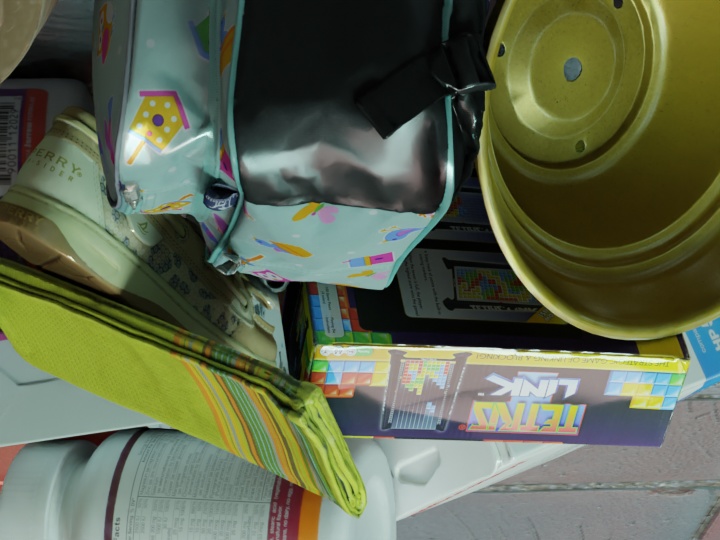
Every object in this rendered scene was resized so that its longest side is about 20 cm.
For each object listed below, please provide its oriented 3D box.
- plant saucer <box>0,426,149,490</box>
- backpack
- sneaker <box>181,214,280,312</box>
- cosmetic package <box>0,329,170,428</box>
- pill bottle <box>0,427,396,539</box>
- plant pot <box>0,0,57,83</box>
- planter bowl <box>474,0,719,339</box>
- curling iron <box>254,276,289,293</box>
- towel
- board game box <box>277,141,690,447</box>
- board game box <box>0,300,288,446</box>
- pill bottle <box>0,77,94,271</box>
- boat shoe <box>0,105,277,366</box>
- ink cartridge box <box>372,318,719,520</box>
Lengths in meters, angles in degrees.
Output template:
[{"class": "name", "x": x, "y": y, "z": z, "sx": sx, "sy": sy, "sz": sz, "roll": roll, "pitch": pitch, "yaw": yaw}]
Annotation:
[{"class": "plant saucer", "x": -0.236, "y": 0.113, "z": 1.219, "sx": 0.198, "sy": 0.037, "sz": 0.199, "roll": 14, "pitch": 156, "yaw": -28}, {"class": "backpack", "x": -0.026, "y": -0.083, "z": 0.752, "sx": 0.151, "sy": 0.178, "sz": 0.200, "roll": 0, "pitch": 166, "yaw": 0}, {"class": "sneaker", "x": 0.000, "y": 0.000, "z": 1.021, "sx": 0.198, "sy": 0.092, "sz": 0.076, "roll": 6, "pitch": 127, "yaw": -21}, {"class": "cosmetic package", "x": -0.220, "y": 0.097, "z": 1.301, "sx": 0.149, "sy": 0.052, "sz": 0.200, "roll": -2, "pitch": 157, "yaw": 8}, {"class": "pill bottle", "x": -0.087, "y": 0.141, "z": 1.064, "sx": 0.198, "sy": 0.111, "sz": 0.110, "roll": 0, "pitch": 158, "yaw": 17}, {"class": "plant pot", "x": -0.170, "y": -0.112, "z": 0.675, "sx": 0.199, "sy": 0.093, "sz": 0.202, "roll": -23, "pitch": 147, "yaw": -16}, {"class": "planter bowl", "x": 0.110, "y": -0.079, "z": 0.830, "sx": 0.199, "sy": 0.202, "sz": 0.083, "roll": 14, "pitch": -173, "yaw": -33}, {"class": "curling iron", "x": -0.060, "y": -0.028, "z": 0.902, "sx": 0.049, "sy": 0.200, "sz": 0.026, "roll": 16, "pitch": 107, "yaw": -21}, {"class": "towel", "x": -0.087, "y": 0.048, "z": 0.843, "sx": 0.199, "sy": 0.018, "sz": 0.086, "roll": 20, "pitch": 149, "yaw": 31}, {"class": "board game box", "x": 0.045, "y": -0.009, "z": 0.897, "sx": 0.163, "sy": 0.201, "sz": 0.057, "roll": 4, "pitch": 128, "yaw": -11}, {"class": "board game box", "x": -0.103, "y": 0.051, "z": 1.095, "sx": 0.146, "sy": 0.065, "sz": 0.200, "roll": -8, "pitch": 178, "yaw": 19}, {"class": "pill bottle", "x": -0.225, "y": -0.033, "z": 0.926, "sx": 0.198, "sy": 0.113, "sz": 0.112, "roll": -1, "pitch": 157, "yaw": -2}, {"class": "boat shoe", "x": -0.086, "y": -0.003, "z": 0.883, "sx": 0.073, "sy": 0.063, "sz": 0.200, "roll": 19, "pitch": 168, "yaw": 29}, {"class": "ink cartridge box", "x": 0.099, "y": 0.065, "z": 1.122, "sx": 0.199, "sy": 0.085, "sz": 0.146, "roll": -16, "pitch": 168, "yaw": -38}]
